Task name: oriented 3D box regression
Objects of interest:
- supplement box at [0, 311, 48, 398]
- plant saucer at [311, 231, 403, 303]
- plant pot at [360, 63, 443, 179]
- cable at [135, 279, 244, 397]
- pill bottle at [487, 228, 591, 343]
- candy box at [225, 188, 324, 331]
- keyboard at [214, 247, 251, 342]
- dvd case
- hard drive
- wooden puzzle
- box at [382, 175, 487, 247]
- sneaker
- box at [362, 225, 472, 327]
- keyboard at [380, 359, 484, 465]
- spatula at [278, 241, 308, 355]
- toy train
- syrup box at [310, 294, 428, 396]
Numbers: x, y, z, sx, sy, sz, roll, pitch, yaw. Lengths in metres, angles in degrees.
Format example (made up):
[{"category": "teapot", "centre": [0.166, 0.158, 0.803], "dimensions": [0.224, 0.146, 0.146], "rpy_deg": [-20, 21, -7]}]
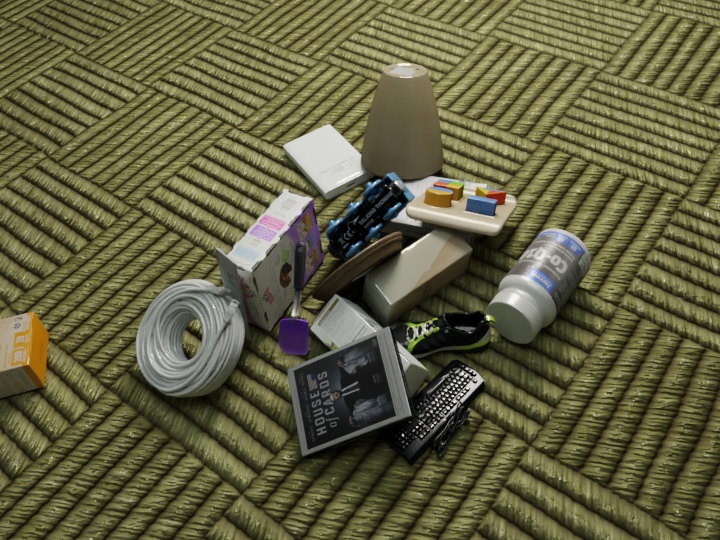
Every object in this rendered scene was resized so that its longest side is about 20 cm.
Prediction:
[{"category": "supplement box", "centre": [-0.676, 0.165, 1.254], "dimensions": [0.196, 0.074, 0.127], "rpy_deg": [-15, 48, -6]}, {"category": "plant saucer", "centre": [0.000, 0.000, 1.261], "dimensions": [0.198, 0.200, 0.030], "rpy_deg": [-32, 82, -21]}, {"category": "plant pot", "centre": [0.091, -0.328, 1.488], "dimensions": [0.183, 0.203, 0.189], "rpy_deg": [0, 34, 0]}, {"category": "cable", "centre": [-0.295, 0.116, 1.205], "dimensions": [0.197, 0.069, 0.203], "rpy_deg": [14, 84, 28]}, {"category": "pill bottle", "centre": [0.315, 0.028, 1.236], "dimensions": [0.113, 0.115, 0.200], "rpy_deg": [28, 57, 27]}, {"category": "candy box", "centre": [-0.155, -0.019, 1.294], "dimensions": [0.071, 0.169, 0.201], "rpy_deg": [20, 53, 23]}, {"category": "keyboard", "centre": [-0.221, 0.046, 1.222], "dimensions": [0.011, 0.202, 0.056], "rpy_deg": [-30, 51, -25]}, {"category": "dvd case", "centre": [-0.020, 0.195, 1.113], "dimensions": [0.197, 0.025, 0.152], "rpy_deg": [-24, 61, 17]}, {"category": "hard drive", "centre": [-0.073, -0.250, 1.583], "dimensions": [0.131, 0.027, 0.200], "rpy_deg": [-28, 51, -17]}, {"category": "wooden puzzle", "centre": [0.199, -0.134, 1.339], "dimensions": [0.182, 0.047, 0.200], "rpy_deg": [14, 26, 17]}, {"category": "box", "centre": [0.151, -0.130, 1.443], "dimensions": [0.196, 0.042, 0.157], "rpy_deg": [11, 50, 14]}, {"category": "sneaker", "centre": [0.134, 0.099, 1.213], "dimensions": [0.196, 0.084, 0.073], "rpy_deg": [-7, 47, 3]}, {"category": "box", "centre": [0.103, 0.007, 1.286], "dimensions": [0.199, 0.095, 0.078], "rpy_deg": [-33, 68, -20]}, {"category": "keyboard", "centre": [0.129, 0.225, 1.135], "dimensions": [0.103, 0.040, 0.199], "rpy_deg": [33, 60, 31]}, {"category": "spatula", "centre": [-0.115, 0.049, 1.257], "dimensions": [0.055, 0.021, 0.204], "rpy_deg": [3, 82, 7]}, {"category": "toy train", "centre": [0.016, -0.102, 1.355], "dimensions": [0.087, 0.200, 0.114], "rpy_deg": [47, 20, 3]}, {"category": "syrup box", "centre": [0.013, 0.134, 1.183], "dimensions": [0.199, 0.079, 0.082], "rpy_deg": [40, 95, 33]}]
